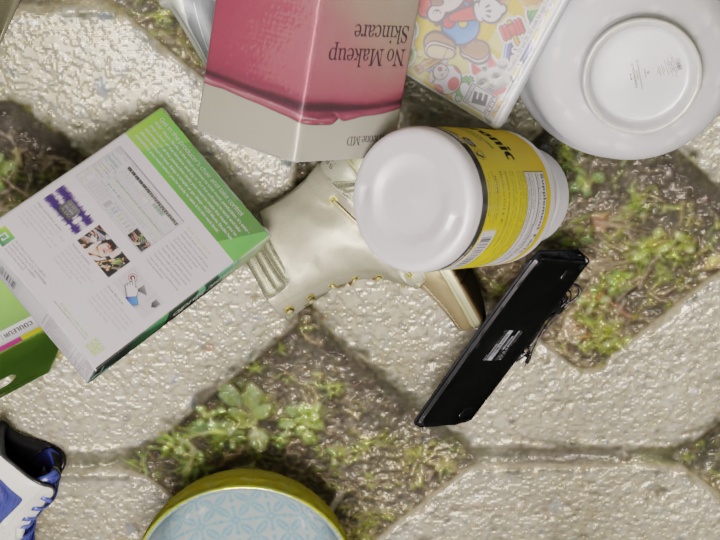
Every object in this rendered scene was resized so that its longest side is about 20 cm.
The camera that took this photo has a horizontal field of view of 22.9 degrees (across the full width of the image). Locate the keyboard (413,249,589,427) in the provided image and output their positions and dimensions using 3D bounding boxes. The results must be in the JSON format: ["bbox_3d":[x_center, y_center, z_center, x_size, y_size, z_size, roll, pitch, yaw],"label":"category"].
[{"bbox_3d":[0.119,0.053,1.547,0.104,0.040,0.201,4,129,-48],"label":"keyboard"}]

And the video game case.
[{"bbox_3d":[0.080,-0.243,1.405,0.181,0.023,0.201,32,113,9],"label":"video game case"}]

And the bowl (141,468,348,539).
[{"bbox_3d":[-0.102,0.253,1.617,0.198,0.108,0.202,0,115,0],"label":"bowl"}]

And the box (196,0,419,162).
[{"bbox_3d":[-0.034,-0.193,1.362,0.108,0.127,0.202,20,108,36],"label":"box"}]

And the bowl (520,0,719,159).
[{"bbox_3d":[0.221,-0.169,1.433,0.199,0.091,0.203,0,115,1],"label":"bowl"}]

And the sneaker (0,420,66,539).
[{"bbox_3d":[-0.316,0.219,1.617,0.114,0.081,0.201,-13,112,8],"label":"sneaker"}]

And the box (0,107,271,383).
[{"bbox_3d":[-0.189,-0.024,1.437,0.145,0.200,0.036,49,150,4],"label":"box"}]

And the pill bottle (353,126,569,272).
[{"bbox_3d":[0.089,-0.058,1.420,0.110,0.199,0.113,2,93,31],"label":"pill bottle"}]

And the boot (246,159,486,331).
[{"bbox_3d":[0.000,0.000,1.522,0.154,0.072,0.200,-35,105,14],"label":"boot"}]

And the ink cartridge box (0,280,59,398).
[{"bbox_3d":[-0.315,0.040,1.470,0.147,0.200,0.076,-26,112,12],"label":"ink cartridge box"}]

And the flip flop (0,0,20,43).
[{"bbox_3d":[-0.327,-0.200,1.437,0.080,0.058,0.201,24,116,-5],"label":"flip flop"}]

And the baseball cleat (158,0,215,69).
[{"bbox_3d":[-0.091,-0.193,1.435,0.106,0.070,0.201,-29,112,14],"label":"baseball cleat"}]
